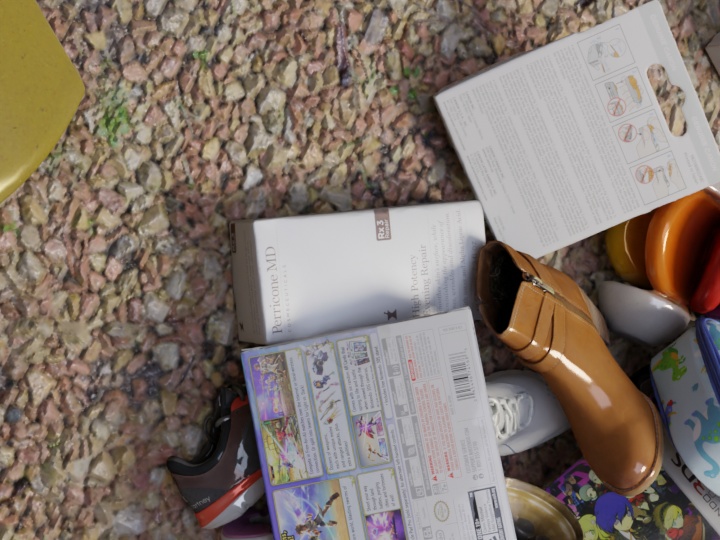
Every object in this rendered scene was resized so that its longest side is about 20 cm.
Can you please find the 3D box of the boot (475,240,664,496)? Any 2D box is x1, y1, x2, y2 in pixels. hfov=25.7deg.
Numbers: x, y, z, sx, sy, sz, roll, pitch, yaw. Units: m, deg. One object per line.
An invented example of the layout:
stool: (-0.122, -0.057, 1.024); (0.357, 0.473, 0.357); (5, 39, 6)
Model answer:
boot: (0.164, 0.074, 1.259); (0.155, 0.076, 0.202); (34, 37, -45)

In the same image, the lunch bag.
lunch bag: (0.336, 0.141, 1.299); (0.199, 0.161, 0.082); (33, 119, -25)

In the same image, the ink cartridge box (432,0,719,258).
ink cartridge box: (0.181, -0.112, 1.309); (0.198, 0.057, 0.164); (-23, 100, 10)

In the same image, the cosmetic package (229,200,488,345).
cosmetic package: (0.000, 0.000, 1.278); (0.198, 0.074, 0.103); (-7, 93, -22)

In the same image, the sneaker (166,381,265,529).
sneaker: (-0.071, 0.112, 1.255); (0.200, 0.077, 0.082); (-43, 98, -16)

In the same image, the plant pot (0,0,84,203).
plant pot: (-0.312, -0.122, 1.097); (0.199, 0.194, 0.197); (-36, 104, -23)

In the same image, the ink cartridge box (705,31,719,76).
ink cartridge box: (0.421, -0.208, 1.367); (0.147, 0.200, 0.086); (-37, 104, -16)

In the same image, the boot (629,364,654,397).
boot: (0.232, 0.187, 1.384); (0.132, 0.070, 0.200); (46, 65, -13)

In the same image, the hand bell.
hand bell: (0.099, 0.281, 1.303); (0.103, 0.104, 0.201); (11, 116, -21)

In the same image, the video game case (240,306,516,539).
video game case: (0.014, 0.144, 1.202); (0.179, 0.045, 0.202); (-10, 81, -4)

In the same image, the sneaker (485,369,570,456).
sneaker: (0.099, 0.125, 1.313); (0.198, 0.087, 0.075); (-5, 91, -22)

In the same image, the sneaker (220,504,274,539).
sneaker: (-0.013, 0.228, 1.282); (0.198, 0.080, 0.089); (-10, 102, -16)

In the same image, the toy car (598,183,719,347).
toy car: (0.314, -0.005, 1.358); (0.199, 0.150, 0.177); (23, 83, -20)

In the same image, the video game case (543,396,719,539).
video game case: (0.226, 0.238, 1.307); (0.200, 0.036, 0.182); (-43, 74, 14)
